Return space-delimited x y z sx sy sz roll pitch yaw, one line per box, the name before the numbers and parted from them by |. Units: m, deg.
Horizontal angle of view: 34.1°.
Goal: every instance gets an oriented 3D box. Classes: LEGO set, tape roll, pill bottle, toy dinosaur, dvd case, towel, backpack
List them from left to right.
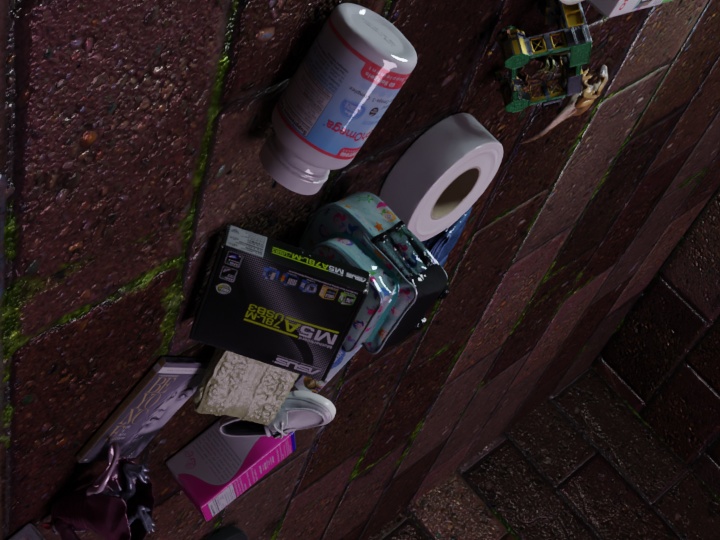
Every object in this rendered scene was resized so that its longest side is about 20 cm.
dvd case | -0.306 0.202 1.697 0.200 0.016 0.148 -48 160 11
towel | -0.151 0.132 1.718 0.147 0.037 0.202 15 110 -32
pill bottle | -0.031 -0.186 1.309 0.108 0.109 0.201 -14 145 -55
backpack | 0.000 0.000 1.623 0.149 0.201 0.178 -21 156 -39
towel | 0.128 -0.035 2.008 0.112 0.048 0.201 -43 164 -43
tape roll | 0.122 -0.138 1.775 0.202 0.071 0.203 -39 160 -17
LEGO set | 0.249 -0.322 1.650 0.152 0.117 0.200 -16 159 10
toy dinosaur | 0.365 -0.280 1.986 0.199 0.060 0.107 -38 162 -15

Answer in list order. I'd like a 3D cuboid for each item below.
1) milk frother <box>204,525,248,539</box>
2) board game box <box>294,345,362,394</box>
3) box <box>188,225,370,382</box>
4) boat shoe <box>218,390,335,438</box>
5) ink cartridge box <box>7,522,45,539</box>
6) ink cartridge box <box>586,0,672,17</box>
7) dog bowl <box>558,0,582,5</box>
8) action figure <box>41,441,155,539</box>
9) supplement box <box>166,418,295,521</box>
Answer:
milk frother | -0.269 0.658 2.437 0.187 0.200 0.182 -13 140 -56
board game box | -0.021 0.115 1.959 0.200 0.041 0.200 -46 -179 6
box | -0.108 0.047 1.535 0.048 0.197 0.194 -81 -166 -47
boat shoe | -0.137 0.237 1.874 0.069 0.197 0.073 -68 151 -45
ink cartridge box | -0.543 0.473 1.736 0.200 0.057 0.163 -41 162 -22
ink cartridge box | 0.411 -0.455 1.680 0.199 0.084 0.146 -24 153 -44
dog bowl | 0.298 -0.443 1.495 0.199 0.074 0.201 -38 161 -16
action figure | -0.392 0.350 1.687 0.198 0.135 0.149 -15 132 26
supplement box | -0.215 0.311 1.976 0.199 0.101 0.104 -37 160 -18
